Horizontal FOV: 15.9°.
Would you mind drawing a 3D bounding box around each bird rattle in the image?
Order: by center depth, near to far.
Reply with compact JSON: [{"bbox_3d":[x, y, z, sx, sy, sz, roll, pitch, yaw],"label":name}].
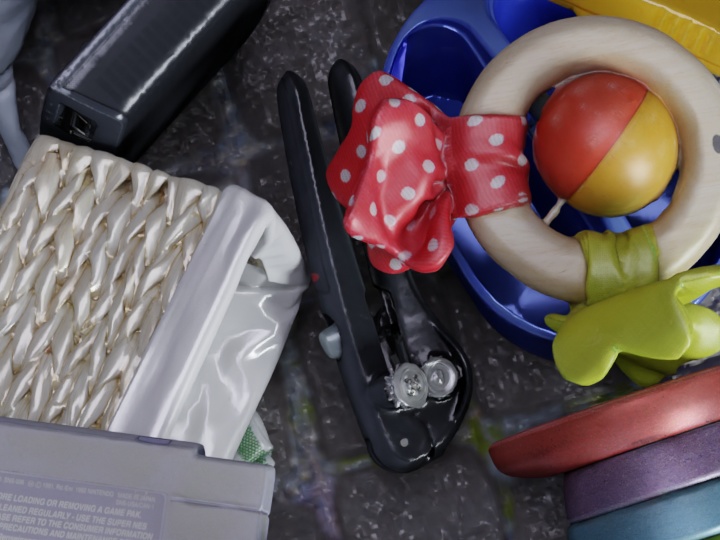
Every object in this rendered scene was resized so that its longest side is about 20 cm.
[{"bbox_3d":[0.091,-0.039,1.164,0.200,0.113,0.163,36,83,12],"label":"bird rattle"}]

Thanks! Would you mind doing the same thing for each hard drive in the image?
[{"bbox_3d":[-0.095,-0.102,1.222,0.042,0.200,0.135,41,81,0],"label":"hard drive"}]

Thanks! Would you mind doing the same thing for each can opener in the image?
[{"bbox_3d":[0.000,0.000,1.221,0.063,0.079,0.201,-21,97,-26],"label":"can opener"}]

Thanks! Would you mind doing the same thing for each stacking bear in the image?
[{"bbox_3d":[0.156,0.154,1.190,0.121,0.114,0.201,-15,84,-23],"label":"stacking bear"}]

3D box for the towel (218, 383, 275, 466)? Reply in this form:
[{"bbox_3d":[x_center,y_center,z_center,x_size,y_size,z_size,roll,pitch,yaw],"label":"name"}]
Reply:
[{"bbox_3d":[-0.159,0.079,1.265,0.199,0.031,0.150,-29,74,-3],"label":"towel"}]

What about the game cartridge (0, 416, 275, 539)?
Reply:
[{"bbox_3d":[-0.141,0.128,1.081,0.199,0.038,0.130,8,77,6],"label":"game cartridge"}]

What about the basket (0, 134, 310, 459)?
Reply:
[{"bbox_3d":[-0.123,0.053,1.185,0.123,0.136,0.201,21,78,12],"label":"basket"}]

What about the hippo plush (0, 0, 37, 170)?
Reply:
[{"bbox_3d":[-0.179,-0.164,1.218,0.160,0.159,0.201,-28,83,25],"label":"hippo plush"}]

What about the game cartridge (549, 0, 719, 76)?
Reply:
[{"bbox_3d":[0.119,-0.183,1.272,0.199,0.033,0.176,26,41,8],"label":"game cartridge"}]

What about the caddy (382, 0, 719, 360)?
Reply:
[{"bbox_3d":[0.094,-0.052,1.245,0.141,0.105,0.200,-31,76,-7],"label":"caddy"}]
